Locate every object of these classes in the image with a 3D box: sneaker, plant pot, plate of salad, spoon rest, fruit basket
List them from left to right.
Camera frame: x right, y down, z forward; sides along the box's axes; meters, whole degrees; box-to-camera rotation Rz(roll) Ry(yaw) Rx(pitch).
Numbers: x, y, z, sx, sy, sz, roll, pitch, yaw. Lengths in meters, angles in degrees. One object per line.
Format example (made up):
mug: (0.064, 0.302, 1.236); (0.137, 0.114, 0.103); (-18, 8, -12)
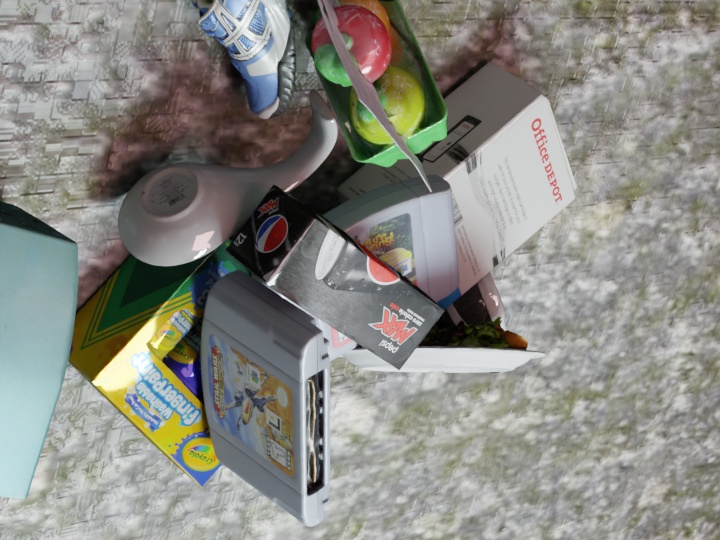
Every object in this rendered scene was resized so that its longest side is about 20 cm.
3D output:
plant pot: (-0.307, 0.047, 1.478); (0.141, 0.141, 0.201); (17, 97, -49)
spoon rest: (-0.106, -0.070, 1.590); (0.199, 0.100, 0.061); (-30, 143, -2)
sneaker: (-0.095, -0.207, 1.564); (0.076, 0.076, 0.201); (-12, 132, -7)
fruit basket: (-0.006, -0.169, 1.565); (0.093, 0.186, 0.200); (-29, 156, 14)
plate of salad: (0.070, 0.067, 1.782); (0.199, 0.199, 0.048); (5, 83, -46)
sneaker: (0.088, 0.059, 1.932); (0.111, 0.073, 0.200); (-19, 154, 1)

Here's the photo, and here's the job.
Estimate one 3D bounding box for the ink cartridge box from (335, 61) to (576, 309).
ink cartridge box: (0.092, -0.073, 1.816); (0.200, 0.084, 0.146); (-40, 138, -15)

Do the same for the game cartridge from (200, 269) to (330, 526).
game cartridge: (-0.080, 0.105, 1.620); (0.041, 0.133, 0.201); (-32, 136, -38)

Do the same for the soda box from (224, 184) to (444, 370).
soda box: (-0.018, 0.008, 1.614); (0.071, 0.063, 0.200); (-53, 138, 3)

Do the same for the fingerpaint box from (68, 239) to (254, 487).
fingerpaint box: (-0.146, 0.069, 1.692); (0.167, 0.073, 0.200); (-47, 140, -9)

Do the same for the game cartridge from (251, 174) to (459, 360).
game cartridge: (0.000, 0.000, 1.696); (0.199, 0.041, 0.134); (-29, 130, -23)
